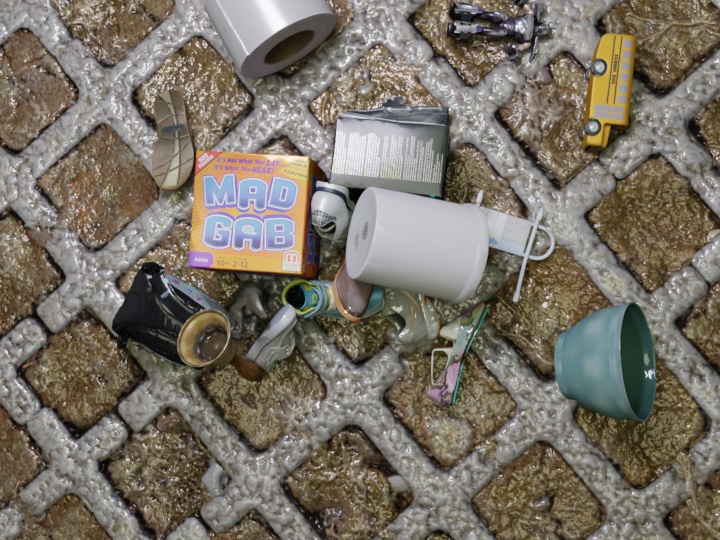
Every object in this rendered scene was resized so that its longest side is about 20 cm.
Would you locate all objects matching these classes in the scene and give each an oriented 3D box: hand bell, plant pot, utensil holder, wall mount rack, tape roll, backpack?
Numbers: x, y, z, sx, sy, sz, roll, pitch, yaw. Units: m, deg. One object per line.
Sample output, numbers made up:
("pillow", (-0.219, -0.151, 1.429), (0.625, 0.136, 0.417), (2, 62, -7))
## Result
("hand bell", (-0.227, 0.155, 1.689), (0.103, 0.200, 0.105), (-11, 61, 20))
("plant pot", (0.417, 0.160, 1.651), (0.133, 0.200, 0.202), (-7, 87, 32))
("utensil holder", (0.093, -0.045, 1.612), (0.198, 0.170, 0.172), (12, 89, -18))
("wall mount rack", (0.246, -0.044, 1.719), (0.198, 0.075, 0.175), (17, 91, 7))
("tape roll", (-0.161, -0.458, 1.710), (0.202, 0.203, 0.140), (-31, 86, 4))
("backpack", (-0.332, 0.090, 1.744), (0.199, 0.127, 0.168), (29, 104, 4))

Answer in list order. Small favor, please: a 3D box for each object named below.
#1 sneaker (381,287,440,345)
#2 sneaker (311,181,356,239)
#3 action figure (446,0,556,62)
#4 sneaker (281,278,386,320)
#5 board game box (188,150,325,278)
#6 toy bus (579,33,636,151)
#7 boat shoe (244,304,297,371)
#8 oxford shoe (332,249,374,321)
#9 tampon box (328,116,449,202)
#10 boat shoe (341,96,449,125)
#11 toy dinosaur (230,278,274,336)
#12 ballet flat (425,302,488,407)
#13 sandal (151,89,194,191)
("sneaker", (0.071, 0.039, 1.718), (0.091, 0.076, 0.202), (-18, 85, -22))
("sneaker", (-0.047, -0.089, 1.687), (0.076, 0.200, 0.081), (8, 76, 18))
("action figure", (0.258, -0.445, 1.737), (0.198, 0.069, 0.131), (6, 79, 2))
("sneaker", (-0.050, 0.052, 1.716), (0.198, 0.131, 0.080), (-4, 87, 4))
("board game box", (-0.178, -0.094, 1.699), (0.198, 0.200, 0.202), (4, 88, 6))
("toy bus", (0.443, -0.317, 1.716), (0.077, 0.065, 0.202), (6, 88, 4))
("boat shoe", (-0.145, 0.124, 1.708), (0.065, 0.200, 0.074), (36, 58, -5))
("oxford shoe", (0.000, 0.000, 1.686), (0.071, 0.073, 0.201), (23, 46, -17))
("tampon box", (0.055, -0.188, 1.701), (0.198, 0.150, 0.128), (7, 84, 6))
("boat shoe", (0.064, -0.284, 1.747), (0.198, 0.072, 0.069), (5, 90, 3))
("toy dinosaur", (-0.198, 0.061, 1.692), (0.076, 0.200, 0.103), (5, 88, -3))
("ballet flat", (0.167, 0.145, 1.726), (0.071, 0.069, 0.202), (19, 94, 7))
("sandal", (-0.351, -0.242, 1.799), (0.079, 0.054, 0.202), (-7, 73, 0))
